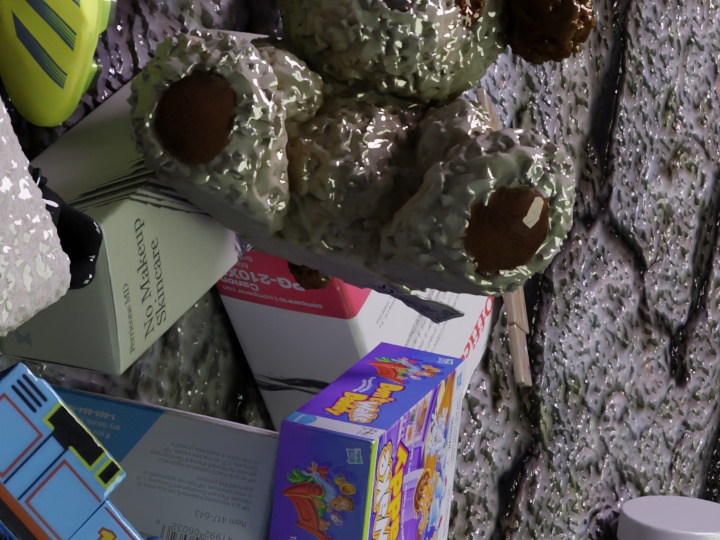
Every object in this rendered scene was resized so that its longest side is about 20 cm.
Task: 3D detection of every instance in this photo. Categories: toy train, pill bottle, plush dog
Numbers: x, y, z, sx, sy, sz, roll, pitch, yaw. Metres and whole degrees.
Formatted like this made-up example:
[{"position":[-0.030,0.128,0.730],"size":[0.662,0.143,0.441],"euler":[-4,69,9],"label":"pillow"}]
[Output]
[{"position":[-0.128,0.140,1.184],"size":[0.200,0.087,0.114],"euler":[49,62,-9],"label":"toy train"},{"position":[0.228,0.274,2.081],"size":[0.116,0.115,0.201],"euler":[-21,119,-62],"label":"pill bottle"},{"position":[0.007,-0.084,1.266],"size":[0.160,0.199,0.173],"euler":[110,-1,-78],"label":"plush dog"}]

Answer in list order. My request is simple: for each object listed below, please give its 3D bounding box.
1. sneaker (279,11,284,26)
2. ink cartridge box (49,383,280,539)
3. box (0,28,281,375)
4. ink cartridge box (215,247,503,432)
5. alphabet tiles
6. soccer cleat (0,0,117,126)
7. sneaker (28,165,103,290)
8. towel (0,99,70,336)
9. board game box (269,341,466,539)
[{"position":[0.016,-0.093,1.393],"size":[0.075,0.088,0.201],"euler":[99,-18,-57],"label":"sneaker"},{"position":[-0.094,0.166,1.306],"size":[0.125,0.128,0.201],"euler":[21,81,-71],"label":"ink cartridge box"},{"position":[-0.093,-0.036,1.304],"size":[0.200,0.068,0.083],"euler":[-48,140,-50],"label":"box"},{"position":[0.000,0.000,1.504],"size":[0.145,0.084,0.200],"euler":[-63,151,-33],"label":"ink cartridge box"},{"position":[0.088,-0.014,1.674],"size":[0.200,0.008,0.168],"euler":[27,55,-83],"label":"alphabet tiles"},{"position":[-0.147,-0.153,1.170],"size":[0.083,0.065,0.201],"euler":[-14,121,-31],"label":"soccer cleat"},{"position":[-0.170,-0.030,1.112],"size":[0.200,0.090,0.076],"euler":[13,89,-65],"label":"sneaker"},{"position":[-0.186,-0.055,1.029],"size":[0.132,0.034,0.201],"euler":[-34,107,-42],"label":"towel"},{"position":[-0.002,0.148,1.293],"size":[0.134,0.045,0.201],"euler":[-35,134,-65],"label":"board game box"}]
